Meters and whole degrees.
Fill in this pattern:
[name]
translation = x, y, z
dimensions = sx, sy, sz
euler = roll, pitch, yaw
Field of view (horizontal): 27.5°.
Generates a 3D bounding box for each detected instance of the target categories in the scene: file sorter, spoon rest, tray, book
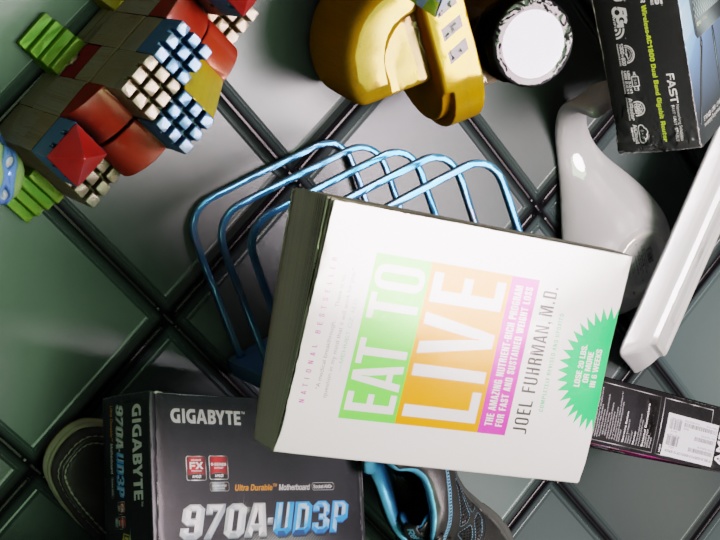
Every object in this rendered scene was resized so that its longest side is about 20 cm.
[file sorter]
translation = 0.000, 0.000, 0.898
dimensions = 0.138, 0.200, 0.124
euler = -27, 110, -23
[spoon rest]
translation = 0.182, -0.052, 1.086
dimensions = 0.099, 0.061, 0.201
euler = -32, 128, -20
[tray]
translation = 0.249, -0.017, 1.110
dimensions = 0.202, 0.022, 0.107
euler = -66, 159, -3
[book]
translation = 0.047, 0.039, 0.795
dimensions = 0.198, 0.048, 0.135
euler = 9, 95, -30

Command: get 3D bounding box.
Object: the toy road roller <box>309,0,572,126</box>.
[toy road roller]
translation = 0.033, -0.188, 0.924
dimensions = 0.145, 0.123, 0.202
euler = -23, 113, -13

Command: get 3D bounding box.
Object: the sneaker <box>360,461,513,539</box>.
[sneaker]
translation = 0.049, 0.176, 1.022
dimensions = 0.201, 0.073, 0.082
euler = 62, 29, -22

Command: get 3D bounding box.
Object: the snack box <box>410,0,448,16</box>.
[snack box]
translation = 0.008, -0.260, 0.799
dimensions = 0.199, 0.068, 0.169
euler = 34, 64, 9

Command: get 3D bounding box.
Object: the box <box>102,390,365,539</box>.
[box]
translation = -0.072, 0.160, 0.911
dimensions = 0.199, 0.046, 0.161
euler = 11, 72, -52

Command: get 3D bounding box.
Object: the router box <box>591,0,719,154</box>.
[router box]
translation = 0.226, -0.186, 1.021
dimensions = 0.200, 0.062, 0.151
euler = -41, 124, -51

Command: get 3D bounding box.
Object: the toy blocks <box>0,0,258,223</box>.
[toy blocks]
translation = -0.123, -0.109, 0.834
dimensions = 0.200, 0.136, 0.100
euler = -51, 121, -11

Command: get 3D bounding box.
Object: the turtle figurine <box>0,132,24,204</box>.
[turtle figurine]
translation = -0.270, -0.049, 0.740
dimensions = 0.192, 0.201, 0.145
euler = 9, 136, -12

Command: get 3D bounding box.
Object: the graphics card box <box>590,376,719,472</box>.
[graphics card box]
translation = 0.156, 0.099, 1.053
dimensions = 0.199, 0.125, 0.051
euler = 14, 84, -33

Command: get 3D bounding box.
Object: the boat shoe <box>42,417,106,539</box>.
[boat shoe]
translation = -0.119, 0.169, 0.940
dimensions = 0.072, 0.065, 0.200
euler = -47, 119, -14
